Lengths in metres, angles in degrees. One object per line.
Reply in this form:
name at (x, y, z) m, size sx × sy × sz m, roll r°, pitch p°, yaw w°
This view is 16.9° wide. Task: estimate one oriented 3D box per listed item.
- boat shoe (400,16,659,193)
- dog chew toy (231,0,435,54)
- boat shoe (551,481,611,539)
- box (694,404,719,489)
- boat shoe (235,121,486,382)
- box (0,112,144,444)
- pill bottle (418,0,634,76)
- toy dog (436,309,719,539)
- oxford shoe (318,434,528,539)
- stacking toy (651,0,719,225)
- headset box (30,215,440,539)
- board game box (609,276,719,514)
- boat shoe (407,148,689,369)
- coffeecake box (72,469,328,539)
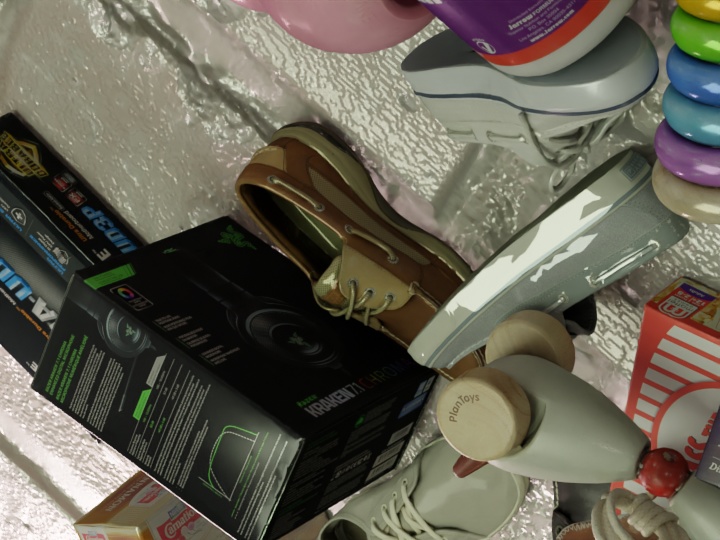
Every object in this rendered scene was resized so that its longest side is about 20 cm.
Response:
boat shoe at (0.101, -0.085, 1.318) m, size 0.202 × 0.075 × 0.086 m, roll 5°, pitch 131°, yaw 56°
dog chew toy at (-0.037, -0.194, 1.349) m, size 0.200 × 0.125 × 0.125 m, roll 24°, pitch 134°, yaw 41°
boat shoe at (0.151, 0.177, 1.489) m, size 0.072 × 0.065 × 0.200 m, roll 12°, pitch 126°, yaw 39°
box at (0.290, 0.078, 1.224) m, size 0.200 × 0.079 × 0.141 m, roll 23°, pitch 99°, yaw 29°
boat shoe at (0.000, 0.000, 1.490) m, size 0.200 × 0.074 × 0.076 m, roll 45°, pitch 141°, yaw 8°
box at (-0.217, 0.007, 1.725) m, size 0.200 × 0.046 × 0.159 m, roll 45°, pitch 140°, yaw 7°
pill bottle at (0.047, -0.192, 1.211) m, size 0.200 × 0.112 × 0.112 m, roll 37°, pitch 150°, yaw -32°
toy dog at (0.121, 0.115, 1.326) m, size 0.200 × 0.132 × 0.096 m, roll 48°, pitch 132°, yaw 30°
oxford shoe at (0.039, 0.160, 1.590) m, size 0.075 × 0.058 × 0.200 m, roll 56°, pitch 139°, yaw -1°
stacking toy at (0.187, -0.126, 1.215) m, size 0.085 × 0.085 × 0.200 m, roll 18°, pitch 126°, yaw 34°
headset box at (-0.081, 0.062, 1.526) m, size 0.200 × 0.174 × 0.093 m, roll 34°, pitch 118°, yaw 20°
board game box at (0.242, 0.111, 1.354) m, size 0.200 × 0.046 × 0.152 m, roll 25°, pitch 126°, yaw 28°
boat shoe at (0.107, 0.012, 1.385) m, size 0.072 × 0.070 × 0.201 m, roll 48°, pitch 127°, yaw -1°
coffeecake box at (-0.088, 0.219, 1.679) m, size 0.073 × 0.154 × 0.200 m, roll -4°, pitch 116°, yaw 45°
